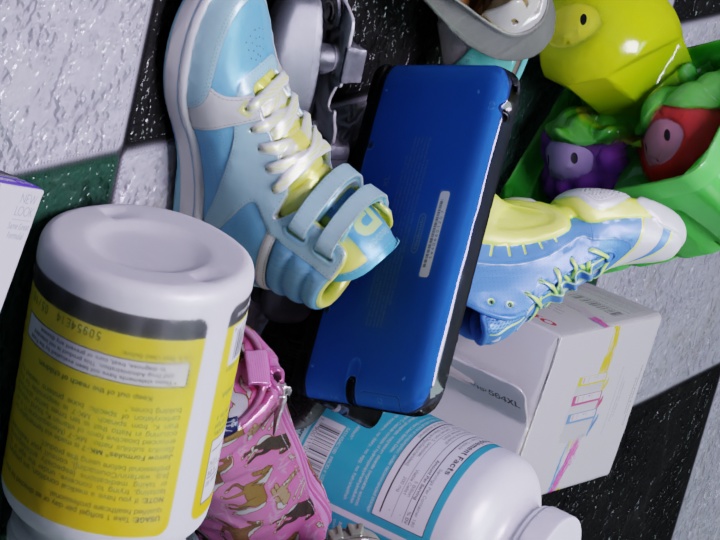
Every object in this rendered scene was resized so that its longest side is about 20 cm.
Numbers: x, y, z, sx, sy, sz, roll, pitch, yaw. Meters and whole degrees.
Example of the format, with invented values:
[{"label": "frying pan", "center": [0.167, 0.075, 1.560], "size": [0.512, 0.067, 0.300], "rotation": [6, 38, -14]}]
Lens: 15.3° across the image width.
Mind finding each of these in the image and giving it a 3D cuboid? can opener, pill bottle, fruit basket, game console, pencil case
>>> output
[{"label": "can opener", "center": [-0.045, -0.068, 1.545], "size": [0.067, 0.053, 0.201], "rotation": [2, 113, -29]}, {"label": "pill bottle", "center": [0.036, 0.147, 1.685], "size": [0.111, 0.200, 0.111], "rotation": [-44, 147, -39]}, {"label": "fruit basket", "center": [0.176, -0.112, 1.792], "size": [0.156, 0.215, 0.216], "rotation": [-59, 154, -30]}, {"label": "game console", "center": [0.044, -0.008, 1.550], "size": [0.118, 0.170, 0.201], "rotation": [20, 81, -38]}, {"label": "pencil case", "center": [-0.073, 0.108, 1.571], "size": [0.083, 0.086, 0.200], "rotation": [-43, 151, -16]}, {"label": "pill bottle", "center": [-0.127, 0.077, 1.411], "size": [0.114, 0.114, 0.201], "rotation": [-23, 131, -55]}]

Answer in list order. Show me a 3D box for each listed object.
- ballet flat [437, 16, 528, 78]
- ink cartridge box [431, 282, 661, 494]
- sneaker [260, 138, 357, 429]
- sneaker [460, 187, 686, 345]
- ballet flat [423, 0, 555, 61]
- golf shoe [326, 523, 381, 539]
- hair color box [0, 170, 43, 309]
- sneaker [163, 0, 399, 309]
[{"label": "ballet flat", "center": [0.084, -0.179, 1.675], "size": [0.201, 0.070, 0.067], "rotation": [-65, -160, -14]}, {"label": "ink cartridge box", "center": [0.094, 0.071, 1.819], "size": [0.200, 0.128, 0.126], "rotation": [-7, 117, -60]}, {"label": "sneaker", "center": [-0.003, -0.001, 1.646], "size": [0.104, 0.060, 0.201], "rotation": [2, 102, -60]}, {"label": "sneaker", "center": [0.111, 0.003, 1.720], "size": [0.076, 0.199, 0.105], "rotation": [114, -21, -71]}, {"label": "ballet flat", "center": [0.066, -0.175, 1.560], "size": [0.200, 0.064, 0.068], "rotation": [31, 74, -42]}, {"label": "golf shoe", "center": [-0.072, 0.219, 1.596], "size": [0.199, 0.079, 0.097], "rotation": [-13, 152, -5]}, {"label": "hair color box", "center": [-0.230, 0.040, 1.241], "size": [0.109, 0.065, 0.201], "rotation": [9, 101, -63]}, {"label": "sneaker", "center": [-0.035, -0.066, 1.450], "size": [0.080, 0.130, 0.201], "rotation": [-43, 145, -38]}]
